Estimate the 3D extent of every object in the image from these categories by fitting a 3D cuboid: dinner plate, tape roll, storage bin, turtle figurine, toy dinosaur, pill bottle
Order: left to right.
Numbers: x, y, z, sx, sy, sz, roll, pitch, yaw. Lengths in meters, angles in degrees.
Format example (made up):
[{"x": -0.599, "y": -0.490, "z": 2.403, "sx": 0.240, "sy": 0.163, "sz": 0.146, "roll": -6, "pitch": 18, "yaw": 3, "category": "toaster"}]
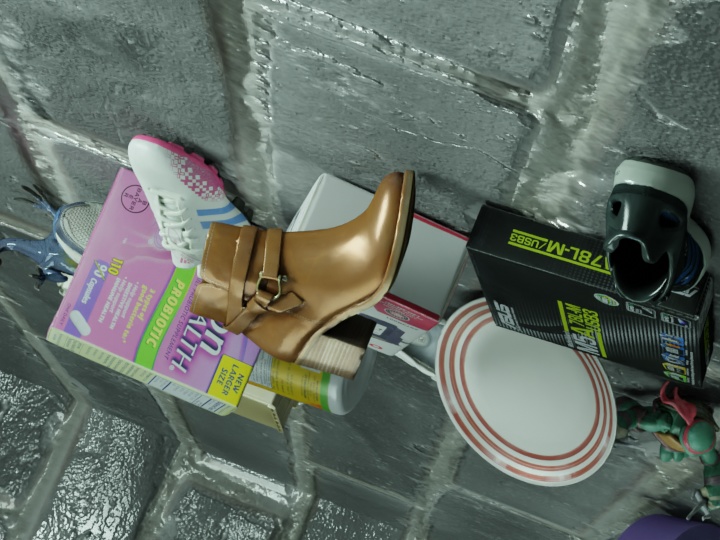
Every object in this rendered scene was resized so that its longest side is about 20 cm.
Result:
[{"x": -0.334, "y": 0.000, "z": 1.951, "sx": 0.181, "sy": 0.105, "sz": 0.200, "roll": 3, "pitch": 149, "yaw": 30, "category": "toy dinosaur"}, {"x": -0.176, "y": 0.121, "z": 2.230, "sx": 0.200, "sy": 0.094, "sz": 0.199, "roll": 20, "pitch": 166, "yaw": 7, "category": "storage bin"}, {"x": -0.090, "y": 0.077, "z": 1.907, "sx": 0.200, "sy": 0.111, "sz": 0.111, "roll": 18, "pitch": 165, "yaw": 17, "category": "pill bottle"}, {"x": 0.158, "y": 0.112, "z": 1.639, "sx": 0.200, "sy": 0.024, "sz": 0.201, "roll": 18, "pitch": 122, "yaw": 30, "category": "dinner plate"}, {"x": 0.302, "y": 0.166, "z": 1.674, "sx": 0.150, "sy": 0.101, "sz": 0.200, "roll": 39, "pitch": 180, "yaw": -5, "category": "turtle figurine"}, {"x": 0.405, "y": 0.420, "z": 2.233, "sx": 0.200, "sy": 0.200, "sz": 0.085, "roll": 33, "pitch": 163, "yaw": -36, "category": "tape roll"}]

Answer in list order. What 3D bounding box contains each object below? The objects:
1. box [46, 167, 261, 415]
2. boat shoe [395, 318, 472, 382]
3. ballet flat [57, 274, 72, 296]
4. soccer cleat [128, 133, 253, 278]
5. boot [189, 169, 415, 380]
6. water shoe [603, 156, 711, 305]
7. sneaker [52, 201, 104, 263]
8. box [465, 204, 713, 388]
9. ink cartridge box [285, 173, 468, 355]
[{"x": -0.186, "y": 0.024, "z": 1.723, "sx": 0.200, "sy": 0.176, "sz": 0.097, "roll": 25, "pitch": 166, "yaw": -8, "category": "box"}, {"x": 0.098, "y": 0.087, "z": 1.715, "sx": 0.200, "sy": 0.071, "sz": 0.069, "roll": 16, "pitch": -177, "yaw": 25, "category": "boat shoe"}, {"x": -0.336, "y": -0.003, "z": 2.060, "sx": 0.068, "sy": 0.072, "sz": 0.200, "roll": 23, "pitch": 165, "yaw": -7, "category": "ballet flat"}, {"x": -0.159, "y": -0.052, "z": 1.591, "sx": 0.070, "sy": 0.086, "sz": 0.200, "roll": 14, "pitch": 163, "yaw": 29, "category": "soccer cleat"}, {"x": -0.046, "y": -0.016, "z": 1.400, "sx": 0.155, "sy": 0.077, "sz": 0.200, "roll": 22, "pitch": 124, "yaw": 1, "category": "boot"}, {"x": 0.199, "y": -0.012, "z": 1.220, "sx": 0.071, "sy": 0.079, "sz": 0.200, "roll": 17, "pitch": 165, "yaw": 22, "category": "water shoe"}, {"x": -0.224, "y": -0.031, "z": 1.827, "sx": 0.200, "sy": 0.077, "sz": 0.085, "roll": 20, "pitch": 157, "yaw": -21, "category": "sneaker"}, {"x": 0.194, "y": 0.025, "z": 1.428, "sx": 0.193, "sy": 0.048, "sz": 0.200, "roll": 16, "pitch": 164, "yaw": 16, "category": "box"}, {"x": 0.000, "y": 0.000, "z": 1.546, "sx": 0.145, "sy": 0.084, "sz": 0.200, "roll": 24, "pitch": 165, "yaw": -5, "category": "ink cartridge box"}]
